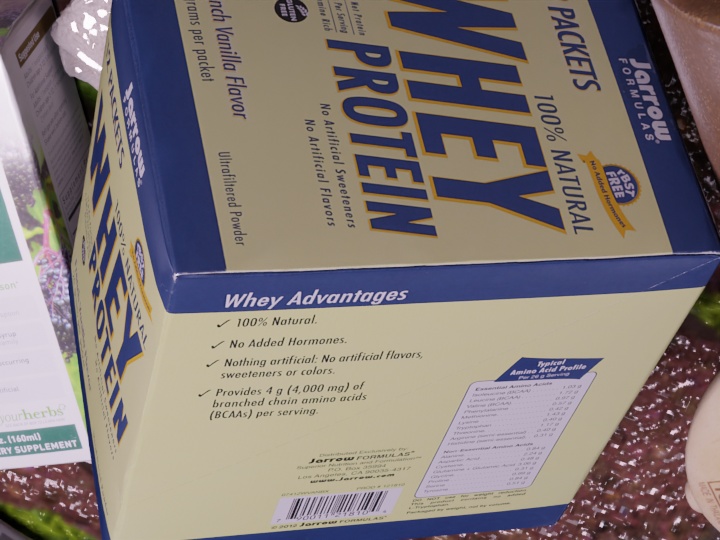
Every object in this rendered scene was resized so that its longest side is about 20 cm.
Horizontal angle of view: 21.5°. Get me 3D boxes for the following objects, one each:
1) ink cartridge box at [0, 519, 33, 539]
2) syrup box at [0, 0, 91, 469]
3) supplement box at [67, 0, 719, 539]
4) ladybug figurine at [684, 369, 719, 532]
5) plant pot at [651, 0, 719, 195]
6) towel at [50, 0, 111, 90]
[{"bbox_3d":[-0.252,0.190,0.998,0.162,0.050,0.200,35,126,-10],"label":"ink cartridge box"},{"bbox_3d":[-0.158,-0.016,0.845,0.078,0.082,0.202,-7,118,12],"label":"syrup box"},{"bbox_3d":[0.000,0.000,0.723,0.198,0.135,0.201,-3,146,-17],"label":"supplement box"},{"bbox_3d":[0.232,0.057,0.823,0.198,0.072,0.137,-22,111,19],"label":"ladybug figurine"},{"bbox_3d":[0.199,-0.069,0.658,0.198,0.202,0.199,-19,134,18],"label":"plant pot"},{"bbox_3d":[-0.029,-0.122,0.794,0.132,0.035,0.200,39,117,-12],"label":"towel"}]
